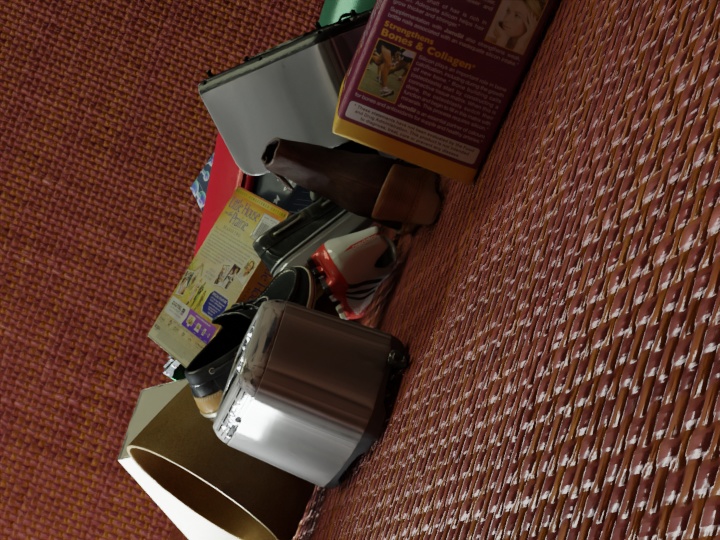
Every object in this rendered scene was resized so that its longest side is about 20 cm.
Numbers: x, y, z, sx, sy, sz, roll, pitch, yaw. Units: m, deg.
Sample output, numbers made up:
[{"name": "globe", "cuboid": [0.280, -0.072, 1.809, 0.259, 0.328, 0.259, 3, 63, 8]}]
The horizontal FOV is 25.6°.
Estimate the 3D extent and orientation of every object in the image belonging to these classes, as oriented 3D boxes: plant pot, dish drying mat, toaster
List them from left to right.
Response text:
[{"name": "dish drying mat", "cuboid": [-0.155, -0.085, 1.832, 0.077, 0.018, 0.201, 19, 100, 48]}, {"name": "plant pot", "cuboid": [-0.100, 0.147, 1.578, 0.200, 0.186, 0.186, -56, 2, -18]}, {"name": "toaster", "cuboid": [-0.047, 0.103, 1.372, 0.200, 0.129, 0.114, 123, 166, -60]}, {"name": "toaster", "cuboid": [-0.031, -0.191, 1.611, 0.200, 0.119, 0.181, -18, 9, 34]}]

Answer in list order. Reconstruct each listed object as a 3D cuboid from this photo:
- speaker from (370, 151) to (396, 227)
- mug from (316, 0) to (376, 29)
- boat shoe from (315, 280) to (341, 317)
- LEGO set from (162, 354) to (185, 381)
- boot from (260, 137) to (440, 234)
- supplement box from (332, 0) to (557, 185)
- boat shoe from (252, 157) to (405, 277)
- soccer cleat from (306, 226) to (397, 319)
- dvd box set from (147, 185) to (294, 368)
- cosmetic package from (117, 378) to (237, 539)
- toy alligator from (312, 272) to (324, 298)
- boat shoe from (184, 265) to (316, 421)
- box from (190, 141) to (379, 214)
[{"name": "speaker", "cuboid": [0.005, -0.133, 1.893, 0.081, 0.081, 0.201, -88, 20, -70]}, {"name": "mug", "cuboid": [0.037, -0.244, 1.765, 0.152, 0.185, 0.115, 22, 95, 59]}, {"name": "boat shoe", "cuboid": [-0.030, 0.030, 1.777, 0.070, 0.070, 0.200, 64, -146, -43]}, {"name": "LEGO set", "cuboid": [-0.124, 0.088, 1.836, 0.116, 0.200, 0.154, -42, 10, 50]}, {"name": "boot", "cuboid": [-0.012, -0.093, 1.520, 0.200, 0.166, 0.073, -141, 72, -83]}, {"name": "supplement box", "cuboid": [0.071, -0.194, 1.310, 0.103, 0.131, 0.200, -81, 14, -61]}, {"name": "boat shoe", "cuboid": [-0.026, -0.067, 1.654, 0.200, 0.071, 0.072, -39, -7, -22]}, {"name": "soccer cleat", "cuboid": [0.000, 0.000, 1.623, 0.085, 0.069, 0.200, -29, -13, 0]}, {"name": "dvd box set", "cuboid": [-0.148, 0.012, 1.735, 0.200, 0.029, 0.146, -59, 31, -2]}, {"name": "cosmetic package", "cuboid": [-0.169, 0.223, 1.724, 0.073, 0.200, 0.104, -15, 39, 25]}, {"name": "toy alligator", "cuboid": [-0.064, 0.007, 1.709, 0.200, 0.059, 0.054, -44, 1, -13]}, {"name": "boat shoe", "cuboid": [-0.103, 0.056, 1.510, 0.074, 0.062, 0.200, -14, 31, 42]}, {"name": "box", "cuboid": [-0.088, -0.109, 1.854, 0.200, 0.107, 0.149, -53, 51, 32]}]
